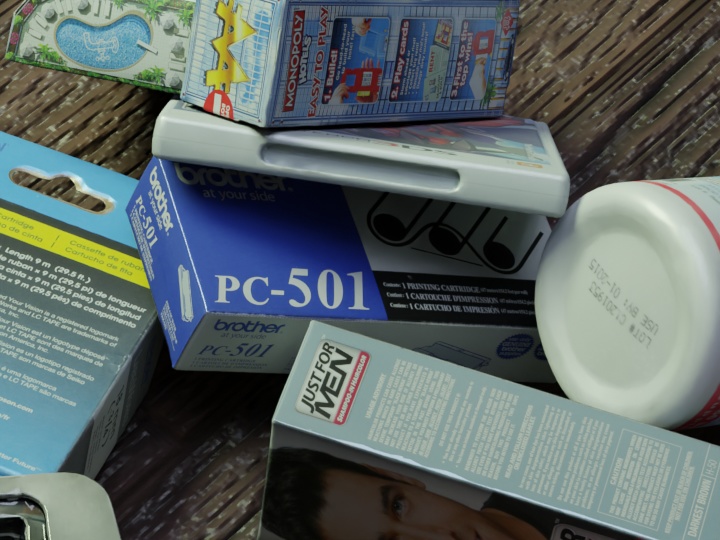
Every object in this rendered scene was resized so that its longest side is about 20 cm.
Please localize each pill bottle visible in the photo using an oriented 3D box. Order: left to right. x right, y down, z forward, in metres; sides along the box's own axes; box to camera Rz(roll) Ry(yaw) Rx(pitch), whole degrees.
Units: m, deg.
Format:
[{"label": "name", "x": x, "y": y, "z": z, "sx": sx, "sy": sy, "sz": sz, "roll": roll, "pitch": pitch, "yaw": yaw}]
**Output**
[{"label": "pill bottle", "x": 0.182, "y": 0.011, "z": 1.296, "sx": 0.199, "sy": 0.109, "sz": 0.109, "roll": -5, "pitch": 48, "yaw": -41}]

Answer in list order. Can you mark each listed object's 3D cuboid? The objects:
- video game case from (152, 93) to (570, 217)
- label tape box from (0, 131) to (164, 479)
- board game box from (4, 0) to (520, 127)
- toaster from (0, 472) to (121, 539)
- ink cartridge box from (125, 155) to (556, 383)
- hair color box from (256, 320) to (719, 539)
[{"label": "video game case", "x": 0.002, "y": -0.061, "z": 1.336, "sx": 0.181, "sy": 0.023, "sz": 0.200, "roll": 9, "pitch": 9, "yaw": -1}, {"label": "label tape box", "x": -0.167, "y": 0.030, "z": 1.290, "sx": 0.144, "sy": 0.064, "sz": 0.200, "roll": 20, "pitch": 42, "yaw": 9}, {"label": "board game box", "x": -0.051, "y": -0.110, "z": 1.330, "sx": 0.199, "sy": 0.062, "sz": 0.200, "roll": 12, "pitch": 10, "yaw": 17}, {"label": "toaster", "x": -0.165, "y": 0.188, "z": 1.134, "sx": 0.199, "sy": 0.119, "sz": 0.182, "roll": -3, "pitch": 53, "yaw": -10}, {"label": "ink cartridge box", "x": 0.000, "y": 0.000, "z": 1.313, "sx": 0.199, "sy": 0.044, "sz": 0.094, "roll": 3, "pitch": 50, "yaw": -30}, {"label": "hair color box", "x": 0.060, "y": 0.099, "z": 1.245, "sx": 0.199, "sy": 0.099, "sz": 0.061, "roll": 17, "pitch": 53, "yaw": 7}]
